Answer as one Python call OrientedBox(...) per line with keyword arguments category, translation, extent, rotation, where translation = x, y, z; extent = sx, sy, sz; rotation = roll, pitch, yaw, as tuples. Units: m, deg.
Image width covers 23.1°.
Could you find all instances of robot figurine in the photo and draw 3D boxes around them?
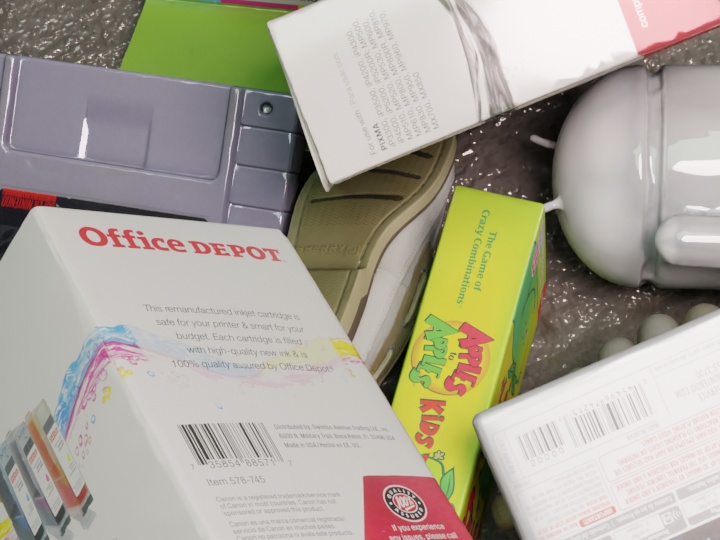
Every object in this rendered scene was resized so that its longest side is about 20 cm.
OrientedBox(category="robot figurine", translation=(0.184, -0.047, 0.893), extent=(0.198, 0.114, 0.170), rotation=(1, 25, 7))

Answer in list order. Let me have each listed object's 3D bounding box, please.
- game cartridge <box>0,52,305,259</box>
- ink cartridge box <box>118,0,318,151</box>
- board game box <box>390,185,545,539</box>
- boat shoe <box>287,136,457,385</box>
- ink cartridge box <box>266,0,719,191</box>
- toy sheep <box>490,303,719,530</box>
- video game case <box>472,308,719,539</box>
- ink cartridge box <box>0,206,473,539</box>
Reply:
OrientedBox(category="game cartridge", translation=(-0.133, -0.043, 0.950), extent=(0.198, 0.038, 0.131), rotation=(9, 88, 11))
OrientedBox(category="ink cartridge box", translation=(-0.059, -0.171, 0.983), extent=(0.146, 0.076, 0.201), rotation=(7, 56, 11))
OrientedBox(category="board game box", translation=(0.045, 0.073, 0.863), extent=(0.047, 0.102, 0.201), rotation=(13, 68, 11))
OrientedBox(category="boat shoe", translation=(0.000, 0.000, 0.919), extent=(0.074, 0.069, 0.201), rotation=(6, 44, 28))
OrientedBox(category="ink cartridge box", translation=(0.061, -0.116, 0.851), extent=(0.199, 0.147, 0.083), rotation=(-22, 94, 2))
OrientedBox(category="toy sheep", translation=(0.156, 0.085, 0.832), extent=(0.199, 0.138, 0.139), rotation=(-20, 65, 5))
OrientedBox(category="video game case", translation=(0.173, 0.108, 0.756), extent=(0.199, 0.023, 0.183), rotation=(-23, 83, -1))
OrientedBox(category="ink cartridge box", translation=(-0.077, 0.093, 0.757), extent=(0.145, 0.145, 0.201), rotation=(-53, 51, 29))
